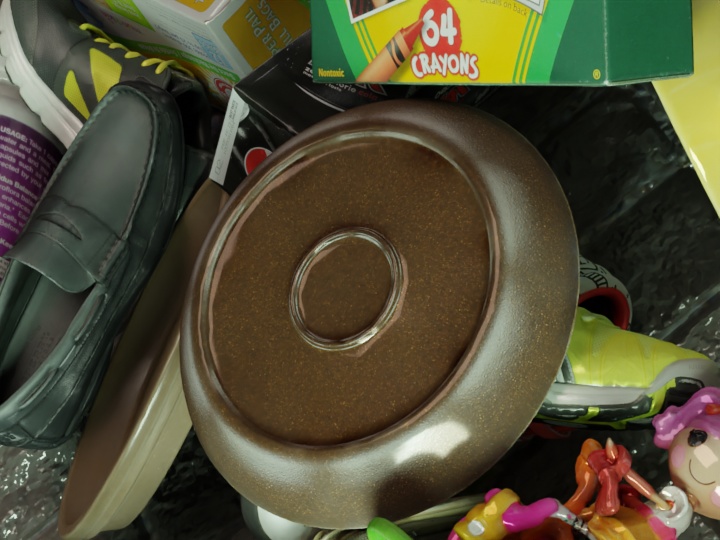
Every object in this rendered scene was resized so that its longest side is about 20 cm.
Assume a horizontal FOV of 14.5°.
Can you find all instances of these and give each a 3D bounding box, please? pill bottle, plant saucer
[{"bbox_3d":[-0.220,-0.028,1.564,0.112,0.112,0.201,-14,51,30],"label":"pill bottle"},{"bbox_3d":[-0.097,0.045,1.405,0.201,0.029,0.200,-62,11,21],"label":"plant saucer"},{"bbox_3d":[-0.001,0.012,1.234,0.199,0.032,0.201,-12,65,27],"label":"plant saucer"}]

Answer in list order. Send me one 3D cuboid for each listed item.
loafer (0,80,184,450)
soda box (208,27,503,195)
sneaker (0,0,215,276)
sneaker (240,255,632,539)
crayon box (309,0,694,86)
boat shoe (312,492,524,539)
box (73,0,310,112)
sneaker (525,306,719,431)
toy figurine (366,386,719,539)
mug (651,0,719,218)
[{"bbox_3d":[-0.147,-0.003,1.456,0.068,0.070,0.201,23,93,29],"label":"loafer"},{"bbox_3d":[0.016,-0.097,1.386,0.063,0.071,0.200,36,49,16],"label":"soda box"},{"bbox_3d":[-0.125,-0.092,1.540,0.085,0.074,0.200,-40,66,19],"label":"sneaker"},{"bbox_3d":[0.039,0.063,1.317,0.201,0.067,0.108,-47,41,-13],"label":"sneaker"},{"bbox_3d":[0.054,-0.169,1.231,0.199,0.058,0.174,5,101,51],"label":"crayon box"},{"bbox_3d":[0.001,0.142,1.296,0.199,0.065,0.072,-16,50,29],"label":"boat shoe"},{"bbox_3d":[-0.082,-0.163,1.554,0.101,0.113,0.200,-49,42,-12],"label":"box"},{"bbox_3d":[0.062,0.025,1.247,0.199,0.075,0.077,9,82,21],"label":"sneaker"},{"bbox_3d":[0.133,0.118,1.162,0.184,0.150,0.200,-40,64,-12],"label":"toy figurine"},{"bbox_3d":[0.212,-0.090,1.257,0.153,0.150,0.187,-26,39,8],"label":"mug"}]
